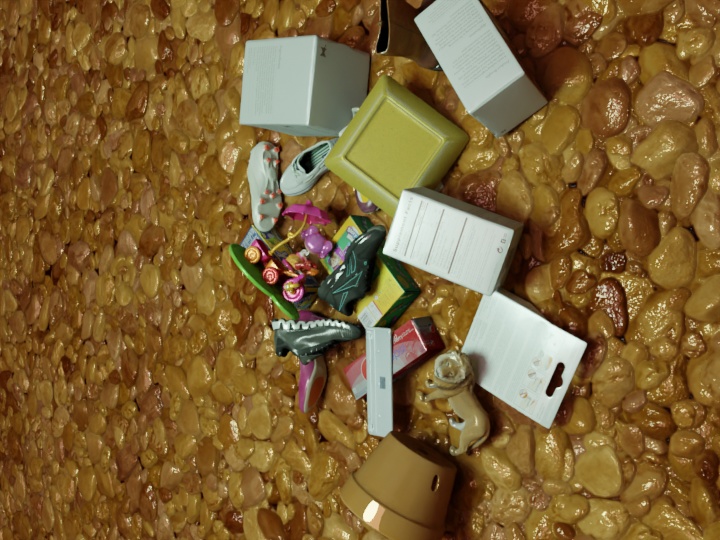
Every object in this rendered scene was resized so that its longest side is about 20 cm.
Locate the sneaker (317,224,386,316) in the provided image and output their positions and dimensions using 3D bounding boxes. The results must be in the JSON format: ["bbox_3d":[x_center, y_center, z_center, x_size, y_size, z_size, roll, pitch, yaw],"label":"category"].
[{"bbox_3d":[0.000,0.000,1.469,0.079,0.075,0.201,46,124,15],"label":"sneaker"}]

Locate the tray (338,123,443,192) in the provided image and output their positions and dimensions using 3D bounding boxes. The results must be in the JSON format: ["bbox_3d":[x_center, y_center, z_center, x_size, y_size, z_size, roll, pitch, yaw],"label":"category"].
[{"bbox_3d":[0.054,-0.203,1.452,0.107,0.022,0.201,-36,88,10],"label":"tray"}]

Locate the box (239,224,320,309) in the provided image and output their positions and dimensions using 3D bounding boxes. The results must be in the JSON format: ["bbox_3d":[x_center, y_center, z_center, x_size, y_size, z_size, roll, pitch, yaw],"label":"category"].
[{"bbox_3d":[-0.170,-0.008,1.676,0.200,0.070,0.065,50,118,28],"label":"box"}]

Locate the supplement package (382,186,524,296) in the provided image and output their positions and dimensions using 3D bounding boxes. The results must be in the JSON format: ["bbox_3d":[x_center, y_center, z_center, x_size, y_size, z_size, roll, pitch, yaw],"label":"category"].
[{"bbox_3d":[0.157,-0.053,1.334,0.197,0.117,0.119,22,106,17],"label":"supplement package"}]

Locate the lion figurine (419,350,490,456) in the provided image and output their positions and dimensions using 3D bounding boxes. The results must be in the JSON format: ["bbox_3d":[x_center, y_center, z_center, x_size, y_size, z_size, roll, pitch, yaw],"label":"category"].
[{"bbox_3d":[0.176,0.230,1.360,0.122,0.073,0.201,-25,105,40],"label":"lion figurine"}]

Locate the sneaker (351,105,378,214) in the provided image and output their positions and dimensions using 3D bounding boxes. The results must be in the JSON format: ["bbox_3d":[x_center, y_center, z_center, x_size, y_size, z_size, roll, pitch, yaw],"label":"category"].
[{"bbox_3d":[0.003,-0.212,1.516,0.074,0.089,0.204,2,90,40],"label":"sneaker"}]

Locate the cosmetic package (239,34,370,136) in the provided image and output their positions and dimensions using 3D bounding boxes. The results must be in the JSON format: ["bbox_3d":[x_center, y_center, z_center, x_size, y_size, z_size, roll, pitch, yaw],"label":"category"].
[{"bbox_3d":[-0.111,-0.358,1.563,0.198,0.166,0.170,9,95,40],"label":"cosmetic package"}]

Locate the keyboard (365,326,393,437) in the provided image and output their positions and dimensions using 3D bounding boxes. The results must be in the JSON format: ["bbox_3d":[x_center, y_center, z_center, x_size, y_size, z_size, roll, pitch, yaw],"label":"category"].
[{"bbox_3d":[0.036,0.207,1.465,0.055,0.011,0.204,1,95,33],"label":"keyboard"}]

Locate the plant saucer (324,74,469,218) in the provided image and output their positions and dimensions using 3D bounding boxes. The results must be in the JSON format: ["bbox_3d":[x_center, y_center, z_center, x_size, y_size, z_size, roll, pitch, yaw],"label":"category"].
[{"bbox_3d":[0.060,-0.216,1.415,0.199,0.048,0.201,37,98,5],"label":"plant saucer"}]

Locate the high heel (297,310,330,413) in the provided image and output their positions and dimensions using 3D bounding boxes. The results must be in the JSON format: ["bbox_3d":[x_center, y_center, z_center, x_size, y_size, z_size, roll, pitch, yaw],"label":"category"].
[{"bbox_3d":[-0.119,0.185,1.629,0.095,0.067,0.204,10,92,29],"label":"high heel"}]

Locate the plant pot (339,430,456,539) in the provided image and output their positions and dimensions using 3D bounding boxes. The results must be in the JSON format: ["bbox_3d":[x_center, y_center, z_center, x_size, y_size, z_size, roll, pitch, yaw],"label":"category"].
[{"bbox_3d":[0.080,0.379,1.402,0.199,0.199,0.142,28,92,36],"label":"plant pot"}]

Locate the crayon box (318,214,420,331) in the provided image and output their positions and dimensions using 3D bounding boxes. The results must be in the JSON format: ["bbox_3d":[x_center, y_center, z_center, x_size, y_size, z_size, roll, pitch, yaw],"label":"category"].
[{"bbox_3d":[0.014,0.006,1.529,0.119,0.058,0.201,-50,61,28],"label":"crayon box"}]

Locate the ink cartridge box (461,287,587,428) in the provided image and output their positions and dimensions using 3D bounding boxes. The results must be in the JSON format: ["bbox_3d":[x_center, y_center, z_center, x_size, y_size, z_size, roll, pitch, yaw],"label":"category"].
[{"bbox_3d":[0.270,0.141,1.327,0.199,0.047,0.162,31,109,33],"label":"ink cartridge box"}]

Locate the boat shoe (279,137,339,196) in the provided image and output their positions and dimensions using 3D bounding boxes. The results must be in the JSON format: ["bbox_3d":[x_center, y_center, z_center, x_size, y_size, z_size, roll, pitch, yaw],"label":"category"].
[{"bbox_3d":[-0.110,-0.219,1.627,0.199,0.066,0.075,-33,69,35],"label":"boat shoe"}]

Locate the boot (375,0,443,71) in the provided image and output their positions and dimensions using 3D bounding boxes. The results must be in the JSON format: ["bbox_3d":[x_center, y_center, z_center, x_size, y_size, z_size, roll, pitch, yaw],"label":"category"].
[{"bbox_3d":[0.090,-0.453,1.372,0.068,0.198,0.192,14,99,38],"label":"boot"}]

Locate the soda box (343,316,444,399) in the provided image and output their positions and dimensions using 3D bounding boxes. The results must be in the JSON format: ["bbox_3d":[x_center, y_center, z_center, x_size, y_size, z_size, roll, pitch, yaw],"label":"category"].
[{"bbox_3d":[0.061,0.166,1.488,0.200,0.063,0.071,-40,66,33],"label":"soda box"}]

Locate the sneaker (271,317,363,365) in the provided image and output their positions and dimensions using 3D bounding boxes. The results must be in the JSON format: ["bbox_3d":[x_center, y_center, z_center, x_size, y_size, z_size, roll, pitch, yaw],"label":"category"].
[{"bbox_3d":[-0.087,0.142,1.564,0.197,0.066,0.092,-1,78,20],"label":"sneaker"}]

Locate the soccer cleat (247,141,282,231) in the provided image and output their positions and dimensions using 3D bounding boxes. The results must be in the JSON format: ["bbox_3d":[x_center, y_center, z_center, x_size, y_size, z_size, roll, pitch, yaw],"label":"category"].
[{"bbox_3d":[-0.211,-0.178,1.713,0.077,0.069,0.204,-14,71,47],"label":"soccer cleat"}]

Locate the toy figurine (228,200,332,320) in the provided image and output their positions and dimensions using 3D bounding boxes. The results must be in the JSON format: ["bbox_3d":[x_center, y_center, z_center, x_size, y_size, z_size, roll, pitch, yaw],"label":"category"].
[{"bbox_3d":[-0.126,-0.039,1.543,0.184,0.150,0.200,-44,78,9],"label":"toy figurine"}]

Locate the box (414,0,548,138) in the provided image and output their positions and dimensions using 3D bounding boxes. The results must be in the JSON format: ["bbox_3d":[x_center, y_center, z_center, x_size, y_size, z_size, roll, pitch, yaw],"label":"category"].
[{"bbox_3d":[0.200,-0.344,1.301,0.106,0.152,0.202,-34,69,20],"label":"box"}]
